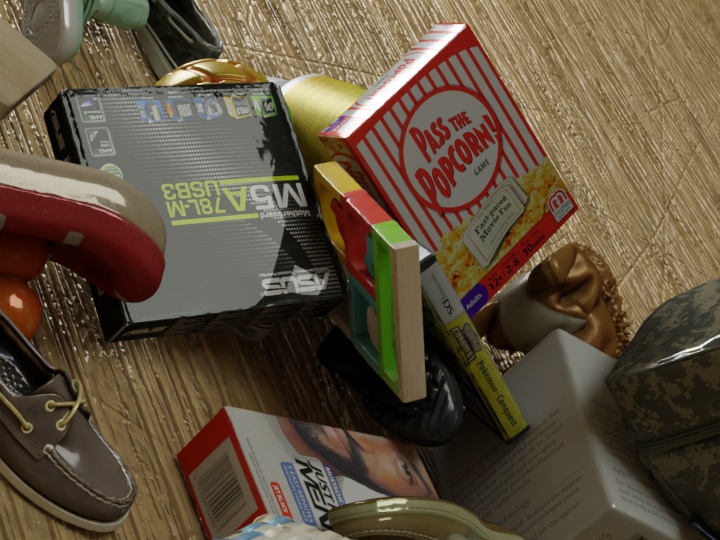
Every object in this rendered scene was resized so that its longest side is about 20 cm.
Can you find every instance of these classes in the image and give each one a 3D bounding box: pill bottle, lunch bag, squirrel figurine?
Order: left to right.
[{"bbox_3d":[-0.020,-0.110,1.631,0.112,0.112,0.200,13,7,-46],"label":"pill bottle"},{"bbox_3d":[0.213,0.076,1.750,0.187,0.142,0.200,54,30,3],"label":"squirrel figurine"},{"bbox_3d":[0.294,0.108,1.442,0.168,0.139,0.200,61,28,-8],"label":"lunch bag"}]

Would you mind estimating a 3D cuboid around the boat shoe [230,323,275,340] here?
[{"bbox_3d":[-0.072,-0.022,1.555,0.074,0.068,0.199,39,27,-11],"label":"boat shoe"}]

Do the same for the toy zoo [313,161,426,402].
[{"bbox_3d":[0.000,0.000,1.440,0.020,0.131,0.200,-13,29,-18],"label":"toy zoo"}]

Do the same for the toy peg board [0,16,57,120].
[{"bbox_3d":[-0.347,-0.167,1.374,0.200,0.098,0.199,41,11,-9],"label":"toy peg board"}]

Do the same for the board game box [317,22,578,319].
[{"bbox_3d":[0.075,-0.080,1.540,0.046,0.152,0.200,11,-39,56],"label":"board game box"}]

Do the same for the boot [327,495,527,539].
[{"bbox_3d":[0.050,0.244,1.284,0.200,0.072,0.155,27,59,-46],"label":"boot"}]

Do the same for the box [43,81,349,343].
[{"bbox_3d":[-0.126,-0.049,1.429,0.200,0.048,0.193,-5,67,-34],"label":"box"}]

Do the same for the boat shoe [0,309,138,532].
[{"bbox_3d":[-0.217,0.085,1.208,0.200,0.060,0.072,45,27,0],"label":"boat shoe"}]

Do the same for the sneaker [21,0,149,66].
[{"bbox_3d":[-0.230,-0.232,1.617,0.118,0.074,0.200,21,32,-28],"label":"sneaker"}]

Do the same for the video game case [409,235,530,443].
[{"bbox_3d":[0.049,0.031,1.502,0.181,0.025,0.200,60,-10,-28],"label":"video game case"}]

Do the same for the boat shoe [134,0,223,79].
[{"bbox_3d":[-0.180,-0.252,1.724,0.072,0.071,0.200,3,48,-53],"label":"boat shoe"}]

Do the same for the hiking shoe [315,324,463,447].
[{"bbox_3d":[0.045,0.095,1.492,0.101,0.076,0.200,36,2,-30],"label":"hiking shoe"}]

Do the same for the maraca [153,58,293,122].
[{"bbox_3d":[-0.131,-0.105,1.549,0.137,0.107,0.200,10,42,11],"label":"maraca"}]

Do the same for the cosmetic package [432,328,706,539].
[{"bbox_3d":[0.180,0.191,1.498,0.165,0.165,0.200,30,30,-29],"label":"cosmetic package"}]

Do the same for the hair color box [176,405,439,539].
[{"bbox_3d":[-0.026,0.172,1.352,0.200,0.064,0.111,17,37,-46],"label":"hair color box"}]

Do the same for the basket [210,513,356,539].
[{"bbox_3d":[-0.021,0.243,1.150,0.200,0.139,0.176,22,17,27],"label":"basket"}]

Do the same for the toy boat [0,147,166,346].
[{"bbox_3d":[-0.234,-0.008,1.268,0.200,0.131,0.131,12,80,-18],"label":"toy boat"}]
